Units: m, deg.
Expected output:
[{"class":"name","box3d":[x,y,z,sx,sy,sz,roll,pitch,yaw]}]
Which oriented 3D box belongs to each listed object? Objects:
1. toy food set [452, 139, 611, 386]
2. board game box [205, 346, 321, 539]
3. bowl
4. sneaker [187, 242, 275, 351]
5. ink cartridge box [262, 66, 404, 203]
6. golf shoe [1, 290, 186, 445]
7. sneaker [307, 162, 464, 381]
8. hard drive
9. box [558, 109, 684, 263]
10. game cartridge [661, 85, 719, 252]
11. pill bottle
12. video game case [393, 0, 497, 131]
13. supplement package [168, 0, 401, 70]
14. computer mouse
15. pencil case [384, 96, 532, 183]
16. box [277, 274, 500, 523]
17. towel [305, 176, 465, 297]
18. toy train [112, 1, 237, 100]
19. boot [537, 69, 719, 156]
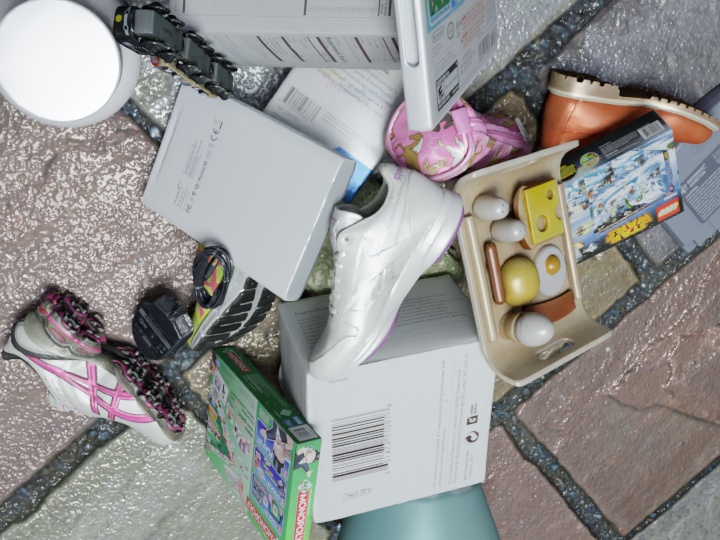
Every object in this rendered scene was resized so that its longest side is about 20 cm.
[{"class":"toy food set","box3d":[0.170,-0.010,0.698,0.143,0.060,0.200,-21,105,-32]},{"class":"board game box","box3d":[-0.106,0.180,0.762,0.029,0.200,0.135,-6,114,-32]},{"class":"bowl","box3d":[0.067,0.280,0.873,0.200,0.201,0.105,-1,91,-16]},{"class":"sneaker","box3d":[-0.132,-0.002,0.761,0.078,0.090,0.200,-11,140,-54]},{"class":"ink cartridge box","box3d":[0.001,-0.178,0.709,0.116,0.067,0.200,36,98,-6]},{"class":"golf shoe","box3d":[-0.267,0.114,0.765,0.092,0.073,0.200,-41,106,9]},{"class":"sneaker","box3d":[0.000,0.000,0.643,0.100,0.075,0.200,31,97,-14]},{"class":"hard drive","box3d":[-0.108,-0.078,0.676,0.027,0.200,0.132,1,116,-58]},{"class":"box","box3d":[0.241,-0.069,0.807,0.200,0.040,0.137,-27,138,9]},{"class":"game cartridge","box3d":[0.421,-0.133,0.883,0.200,0.040,0.133,-46,119,5]},{"class":"pill bottle","box3d":[-0.229,-0.174,0.588,0.112,0.200,0.112,-5,112,-13]},{"class":"video game case","box3d":[0.067,-0.227,0.562,0.024,0.200,0.182,5,123,23]},{"class":"supplement package","box3d":[-0.040,-0.232,0.614,0.200,0.110,0.114,5,92,11]},{"class":"computer mouse","box3d":[-0.169,0.032,0.728,0.059,0.034,0.200,54,133,3]},{"class":"pencil case","box3d":[0.099,-0.120,0.712,0.087,0.083,0.200,-56,159,20]},{"class":"box","box3d":[0.025,0.131,0.789,0.200,0.131,0.199,-10,122,-15]},{"class":"towel","box3d":[0.010,-0.010,0.812,0.148,0.036,0.200,-46,115,4]},{"class":"toy train","box3d":[-0.139,-0.164,0.580,0.046,0.200,0.034,6,92,6]},{"class":"boot","box3d":[0.290,-0.149,0.821,0.200,0.075,0.107,8,112,-8]}]
